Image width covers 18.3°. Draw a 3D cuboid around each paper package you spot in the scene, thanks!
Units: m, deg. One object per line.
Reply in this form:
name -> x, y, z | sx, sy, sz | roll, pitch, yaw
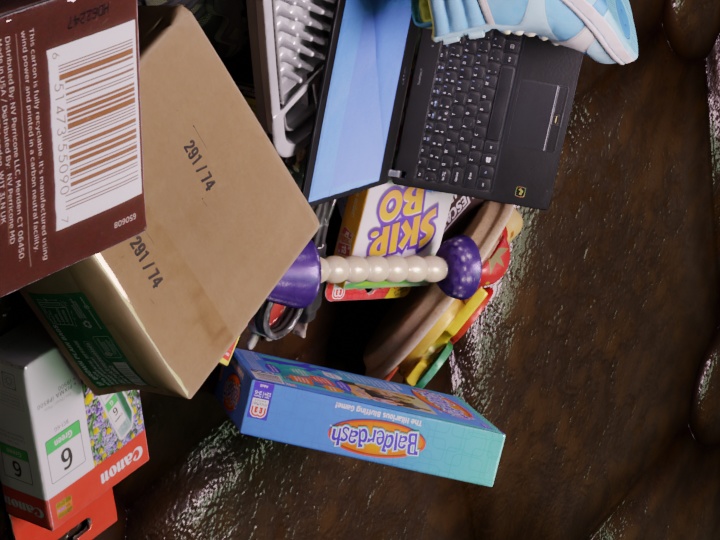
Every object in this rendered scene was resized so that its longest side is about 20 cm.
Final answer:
paper package -> -0.150, -0.045, 1.512 | 0.191, 0.103, 0.201 | -53, 126, -33

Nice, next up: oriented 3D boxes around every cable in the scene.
cable -> -0.051, -0.027, 1.741 | 0.097, 0.050, 0.202 | -23, 129, -56

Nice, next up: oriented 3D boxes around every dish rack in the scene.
dish rack -> -0.027, -0.198, 1.595 | 0.172, 0.043, 0.201 | -45, 151, -31

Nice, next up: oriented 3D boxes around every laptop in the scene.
laptop -> 0.066, -0.127, 1.648 | 0.103, 0.198, 0.179 | -93, -166, -68

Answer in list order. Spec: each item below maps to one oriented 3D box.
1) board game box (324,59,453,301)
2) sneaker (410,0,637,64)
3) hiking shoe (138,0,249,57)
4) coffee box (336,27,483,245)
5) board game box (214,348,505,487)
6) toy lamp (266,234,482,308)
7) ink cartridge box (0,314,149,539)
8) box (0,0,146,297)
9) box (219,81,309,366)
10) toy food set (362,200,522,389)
board game box -> 0.034, -0.066, 1.754 | 0.095, 0.030, 0.202 | -3, 117, -42
sneaker -> 0.111, -0.191, 1.590 | 0.200, 0.130, 0.080 | 38, 39, -51
hiking shoe -> -0.131, -0.210, 1.555 | 0.200, 0.100, 0.076 | 84, 2, -66
coffee box -> 0.029, -0.115, 1.812 | 0.113, 0.079, 0.201 | -49, 139, -30
board game box -> -0.004, 0.110, 1.709 | 0.198, 0.152, 0.045 | 13, 95, -12
toy lamp -> 0.000, 0.000, 1.704 | 0.198, 0.058, 0.059 | -1, 106, -32
ink cartridge box -> -0.205, 0.126, 1.594 | 0.109, 0.050, 0.202 | -36, 130, -44
box -> -0.250, -0.095, 1.302 | 0.164, 0.199, 0.167 | -28, 125, -47
box -> -0.097, -0.036, 1.687 | 0.075, 0.050, 0.201 | 40, 70, -55
toy food set -> 0.070, 0.024, 1.874 | 0.198, 0.049, 0.200 | -51, -175, 1
